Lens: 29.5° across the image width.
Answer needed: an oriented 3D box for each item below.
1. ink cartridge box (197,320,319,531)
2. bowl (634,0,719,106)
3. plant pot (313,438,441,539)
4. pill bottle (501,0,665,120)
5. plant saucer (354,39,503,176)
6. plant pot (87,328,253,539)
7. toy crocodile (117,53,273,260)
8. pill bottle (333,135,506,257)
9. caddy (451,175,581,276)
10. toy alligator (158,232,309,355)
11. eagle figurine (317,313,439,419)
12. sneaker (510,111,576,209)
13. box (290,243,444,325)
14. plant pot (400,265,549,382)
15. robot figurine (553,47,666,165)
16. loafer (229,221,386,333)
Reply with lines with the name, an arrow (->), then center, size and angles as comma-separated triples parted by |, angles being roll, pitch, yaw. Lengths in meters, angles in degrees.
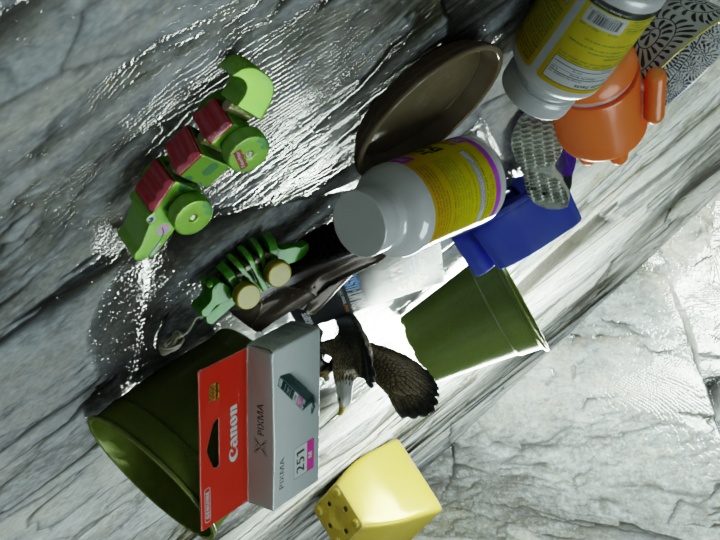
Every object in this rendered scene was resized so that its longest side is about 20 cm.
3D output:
ink cartridge box -> -0.111, 0.176, 1.528 | 0.174, 0.044, 0.200 | -28, 124, -53
bowl -> 0.383, -0.286, 1.758 | 0.201, 0.094, 0.201 | -36, 164, -12
plant pot -> 0.016, 0.522, 3.040 | 0.200, 0.196, 0.194 | -10, 148, -44
pill bottle -> 0.232, -0.256, 1.457 | 0.112, 0.112, 0.200 | -27, 161, -39
plant saucer -> 0.068, -0.176, 1.460 | 0.200, 0.029, 0.200 | -36, 164, -12
plant pot -> -0.181, 0.178, 1.614 | 0.193, 0.200, 0.200 | -46, 168, -22
toy crocodile -> -0.140, -0.092, 1.143 | 0.200, 0.068, 0.062 | -47, 144, 19
pill bottle -> 0.063, -0.076, 1.479 | 0.200, 0.104, 0.104 | -24, 158, -45
caddy -> 0.217, -0.077, 1.951 | 0.200, 0.105, 0.141 | -32, -175, -28
toy alligator -> -0.143, 0.013, 1.463 | 0.200, 0.059, 0.054 | -36, 124, -15
eagle figurine -> 0.000, 0.121, 1.808 | 0.200, 0.151, 0.152 | -3, -166, 45
sneaker -> 0.250, -0.177, 1.825 | 0.200, 0.069, 0.100 | 72, 33, -55
box -> 0.000, 0.000, 1.658 | 0.198, 0.050, 0.200 | -21, 162, -2
plant pot -> 0.173, 0.086, 2.195 | 0.190, 0.200, 0.200 | -30, 166, 7
robot figurine -> 0.282, -0.211, 1.634 | 0.117, 0.144, 0.200 | -40, 141, -12
loafer -> -0.056, 0.007, 1.529 | 0.200, 0.073, 0.071 | -23, 124, 4
